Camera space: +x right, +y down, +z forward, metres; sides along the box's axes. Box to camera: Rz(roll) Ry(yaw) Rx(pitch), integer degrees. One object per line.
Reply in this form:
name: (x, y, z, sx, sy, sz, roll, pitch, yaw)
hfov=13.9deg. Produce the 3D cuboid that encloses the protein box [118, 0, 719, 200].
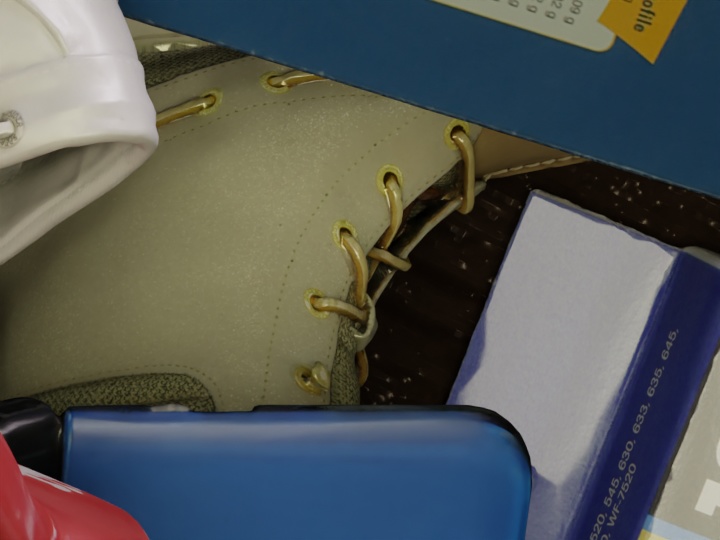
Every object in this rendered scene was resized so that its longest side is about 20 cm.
protein box: (0.051, -0.142, 0.635, 0.200, 0.135, 0.199, 17, 114, -3)

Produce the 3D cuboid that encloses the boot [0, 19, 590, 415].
boot: (0.000, 0.000, 0.733, 0.200, 0.072, 0.155, -6, 55, 3)

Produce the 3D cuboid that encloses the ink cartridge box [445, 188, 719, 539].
ink cartridge box: (0.105, 0.105, 0.802, 0.200, 0.047, 0.198, 20, 95, -7)

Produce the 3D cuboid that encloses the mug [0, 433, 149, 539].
mug: (-0.136, 0.057, 0.509, 0.200, 0.177, 0.134, 23, 62, -24)

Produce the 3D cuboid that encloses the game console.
game console: (-0.068, 0.103, 0.691, 0.118, 0.171, 0.200, -15, 120, -41)

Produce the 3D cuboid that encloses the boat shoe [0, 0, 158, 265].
boat shoe: (-0.126, 0.002, 0.599, 0.200, 0.074, 0.065, -36, 65, 25)
